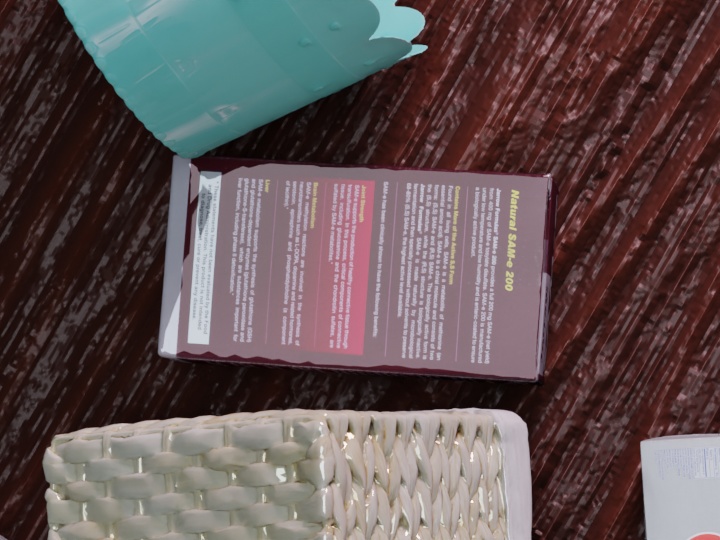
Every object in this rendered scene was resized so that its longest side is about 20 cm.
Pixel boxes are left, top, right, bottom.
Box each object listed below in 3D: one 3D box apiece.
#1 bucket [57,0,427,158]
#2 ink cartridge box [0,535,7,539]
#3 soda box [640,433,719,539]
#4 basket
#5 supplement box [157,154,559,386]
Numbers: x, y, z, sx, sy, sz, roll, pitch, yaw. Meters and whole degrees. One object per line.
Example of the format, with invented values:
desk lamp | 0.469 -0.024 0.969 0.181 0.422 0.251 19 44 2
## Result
bucket | -0.072 -0.166 1.530 0.134 0.207 0.208 -28 82 12
ink cartridge box | -0.246 0.242 1.549 0.199 0.084 0.145 -25 66 6
soda box | 0.180 0.184 1.529 0.063 0.068 0.201 -4 84 8
basket | -0.033 0.168 1.473 0.199 0.161 0.199 -6 83 37
supplement box | 0.000 0.000 1.572 0.199 0.061 0.109 4 86 8
